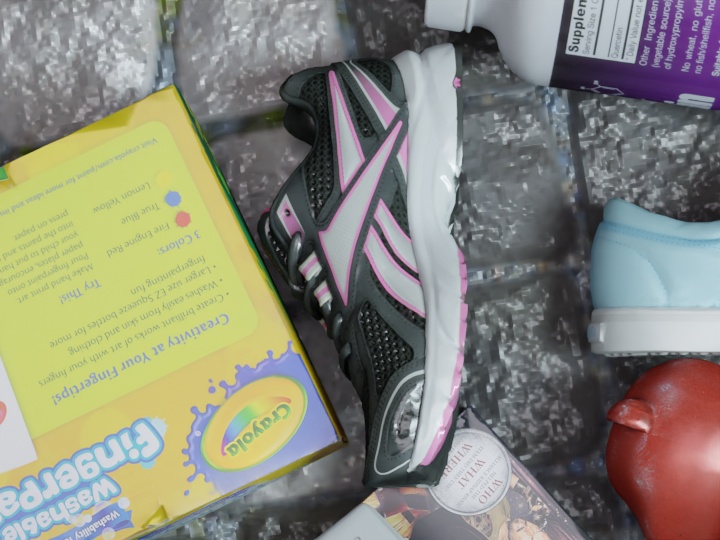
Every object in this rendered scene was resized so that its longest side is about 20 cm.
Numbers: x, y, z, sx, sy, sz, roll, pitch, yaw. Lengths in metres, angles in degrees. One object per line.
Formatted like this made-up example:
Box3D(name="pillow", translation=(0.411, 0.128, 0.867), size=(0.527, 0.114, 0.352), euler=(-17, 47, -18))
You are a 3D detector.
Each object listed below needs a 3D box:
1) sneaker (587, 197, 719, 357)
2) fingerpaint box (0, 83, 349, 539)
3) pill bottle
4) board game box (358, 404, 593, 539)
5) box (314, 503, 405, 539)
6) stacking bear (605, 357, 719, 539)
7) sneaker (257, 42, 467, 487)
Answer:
Box3D(name="sneaker", translation=(0.194, -0.006, 1.091), size=(0.200, 0.074, 0.082), euler=(-2, 88, 1))
Box3D(name="fingerpaint box", translation=(-0.129, 0.041, 1.099), size=(0.200, 0.073, 0.167), euler=(-26, 84, 0))
Box3D(name="pill bottle", translation=(0.130, -0.125, 1.083), size=(0.200, 0.112, 0.113), euler=(8, 86, 3))
Box3D(name="board game box", translation=(0.018, 0.173, 1.103), size=(0.200, 0.035, 0.135), euler=(-43, 86, -1))
Box3D(name="box", translation=(-0.035, 0.223, 0.945), size=(0.199, 0.200, 0.131), euler=(-35, 67, -23))
Box3D(name="stacking bear", translation=(0.197, 0.096, 1.069), size=(0.200, 0.121, 0.114), euler=(18, 95, 12))
Box3D(name="sneaker", translation=(0.000, 0.000, 1.084), size=(0.086, 0.080, 0.200), euler=(0, 60, 0))
